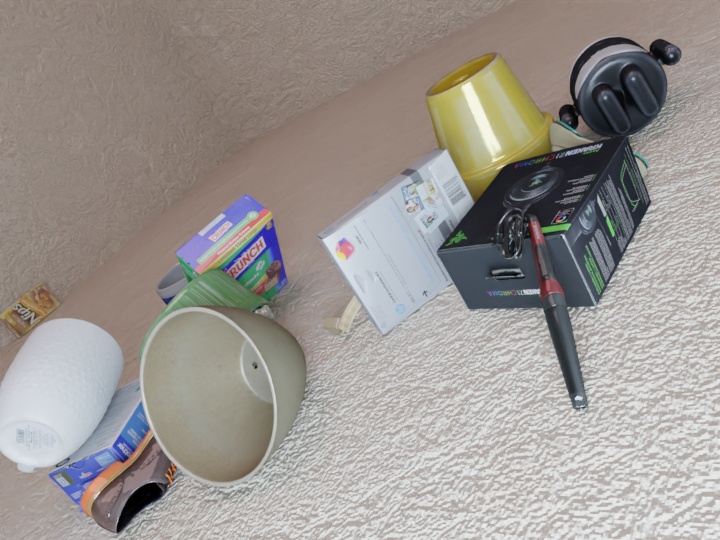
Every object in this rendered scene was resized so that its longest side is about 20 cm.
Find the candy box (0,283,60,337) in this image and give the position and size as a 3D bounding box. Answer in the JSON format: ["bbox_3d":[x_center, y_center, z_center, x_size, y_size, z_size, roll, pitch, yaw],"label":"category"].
[{"bbox_3d":[-1.334,0.160,2.397,0.055,0.116,0.201,-12,30,43],"label":"candy box"}]

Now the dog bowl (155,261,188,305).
[{"bbox_3d":[-0.382,0.015,1.410,0.198,0.079,0.201,-28,22,12],"label":"dog bowl"}]

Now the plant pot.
[{"bbox_3d":[0.199,-0.226,0.945,0.198,0.190,0.202,-28,21,12],"label":"plant pot"}]

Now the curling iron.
[{"bbox_3d":[0.169,0.030,0.548,0.049,0.025,0.203,-36,53,33],"label":"curling iron"}]

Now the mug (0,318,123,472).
[{"bbox_3d":[-0.445,0.200,0.855,0.202,0.146,0.176,-59,20,24],"label":"mug"}]

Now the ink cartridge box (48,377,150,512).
[{"bbox_3d":[-0.360,0.254,0.880,0.135,0.077,0.201,-26,22,22],"label":"ink cartridge box"}]

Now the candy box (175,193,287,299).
[{"bbox_3d":[-0.222,-0.004,1.062,0.076,0.202,0.169,31,60,26],"label":"candy box"}]

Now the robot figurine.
[{"bbox_3d":[0.379,-0.273,0.883,0.147,0.127,0.201,4,31,9],"label":"robot figurine"}]

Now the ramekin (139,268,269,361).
[{"bbox_3d":[-0.237,0.094,0.897,0.201,0.097,0.200,-52,-3,-3],"label":"ramekin"}]

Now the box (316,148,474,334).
[{"bbox_3d":[0.065,-0.038,0.786,0.199,0.157,0.041,-37,19,-8],"label":"box"}]

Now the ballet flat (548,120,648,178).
[{"bbox_3d":[0.301,-0.151,0.806,0.069,0.070,0.201,-32,29,1],"label":"ballet flat"}]

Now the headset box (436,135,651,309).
[{"bbox_3d":[0.208,-0.046,0.685,0.173,0.093,0.200,-5,36,51],"label":"headset box"}]

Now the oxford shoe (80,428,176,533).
[{"bbox_3d":[-0.259,0.255,0.779,0.072,0.072,0.200,23,50,30],"label":"oxford shoe"}]

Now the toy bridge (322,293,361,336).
[{"bbox_3d":[0.000,0.000,0.867,0.067,0.027,0.203,-8,59,48],"label":"toy bridge"}]

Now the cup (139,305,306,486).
[{"bbox_3d":[-0.143,0.132,0.719,0.198,0.204,0.143,-21,-3,27],"label":"cup"}]

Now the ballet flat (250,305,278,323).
[{"bbox_3d":[-0.148,0.109,0.882,0.072,0.072,0.200,-41,-6,-19],"label":"ballet flat"}]
